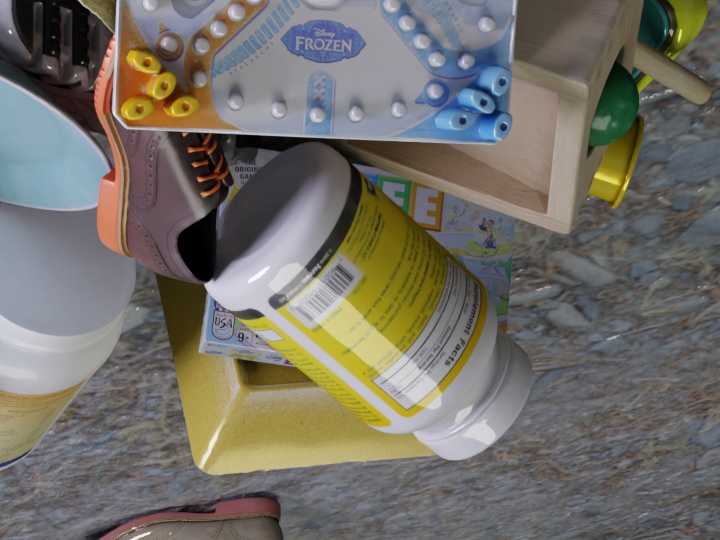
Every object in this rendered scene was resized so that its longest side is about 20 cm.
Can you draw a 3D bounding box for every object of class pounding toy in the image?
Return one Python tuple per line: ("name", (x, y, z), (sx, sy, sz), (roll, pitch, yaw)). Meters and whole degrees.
("pounding toy", (0.093, -0.125, 1.019), (0.198, 0.143, 0.185), (20, 155, 12))

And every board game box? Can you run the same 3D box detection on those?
("board game box", (-0.013, -0.163, 0.859), (0.198, 0.203, 0.026), (1, -171, -16))
("board game box", (0.000, 0.000, 1.196), (0.198, 0.136, 0.034), (8, 163, -9))

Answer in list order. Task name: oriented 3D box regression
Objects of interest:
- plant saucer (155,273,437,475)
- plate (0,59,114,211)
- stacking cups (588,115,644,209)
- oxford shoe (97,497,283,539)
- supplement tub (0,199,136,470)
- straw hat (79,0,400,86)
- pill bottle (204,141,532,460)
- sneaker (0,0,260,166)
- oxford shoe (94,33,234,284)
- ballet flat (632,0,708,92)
("plant saucer", (-0.031, 0.039, 1.251), (0.198, 0.201, 0.049), (-4, 139, -16))
("plate", (-0.229, -0.092, 1.033), (0.198, 0.026, 0.200), (17, 160, 6))
("stacking cups", (0.072, -0.096, 1.122), (0.198, 0.061, 0.061), (18, 150, 1))
("oxford shoe", (-0.171, 0.276, 1.763), (0.198, 0.076, 0.071), (-14, 154, 5))
("supplement tub", (-0.240, 0.035, 1.204), (0.143, 0.146, 0.200), (5, 148, -30))
("straw hat", (-0.069, -0.192, 0.897), (0.199, 0.204, 0.085), (-3, -170, -16))
("pill bottle", (0.009, 0.025, 1.090), (0.112, 0.113, 0.200), (-30, 123, 32))
("sneaker", (-0.143, -0.110, 1.062), (0.081, 0.076, 0.199), (-22, 146, 40))
("oxford shoe", (-0.096, -0.074, 0.979), (0.071, 0.072, 0.201), (-46, 158, -34))
("ballet flat", (0.152, -0.119, 1.168), (0.067, 0.067, 0.200), (-26, 168, -45))
